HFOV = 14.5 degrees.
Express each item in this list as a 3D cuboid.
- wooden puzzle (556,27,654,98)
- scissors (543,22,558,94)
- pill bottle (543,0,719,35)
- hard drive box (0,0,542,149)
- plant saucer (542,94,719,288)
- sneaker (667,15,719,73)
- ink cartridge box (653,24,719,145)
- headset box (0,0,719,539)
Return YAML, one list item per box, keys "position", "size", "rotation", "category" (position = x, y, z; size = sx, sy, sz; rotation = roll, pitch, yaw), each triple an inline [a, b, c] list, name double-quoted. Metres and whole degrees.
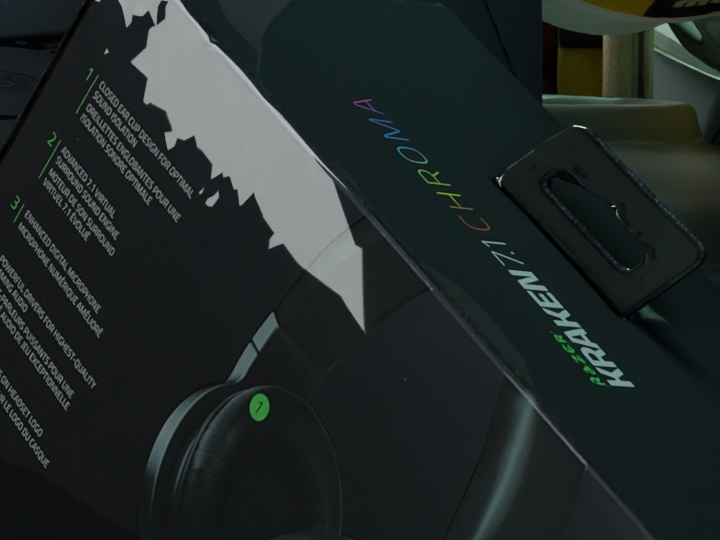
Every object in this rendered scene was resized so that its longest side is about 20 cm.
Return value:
- position: [0.081, -0.059, 0.918]
  size: [0.185, 0.037, 0.201]
  rotation: [-62, -33, -75]
  category: "wooden puzzle"
- position: [0.066, -0.028, 0.961]
  size: [0.200, 0.014, 0.073]
  rotation: [74, -164, -64]
  category: "scissors"
- position: [0.080, -0.126, 0.681]
  size: [0.113, 0.112, 0.200]
  rotation: [-58, 1, -15]
  category: "pill bottle"
- position: [-0.082, -0.063, 0.628]
  size: [0.199, 0.156, 0.077]
  rotation: [-9, 73, 34]
  category: "hard drive box"
- position: [0.034, -0.020, 0.734]
  size: [0.200, 0.199, 0.050]
  rotation: [-72, -16, -85]
  category: "plant saucer"
- position: [0.138, -0.085, 0.914]
  size: [0.075, 0.081, 0.200]
  rotation: [-59, 0, 6]
  category: "sneaker"
- position: [0.122, -0.099, 1.122]
  size: [0.146, 0.084, 0.200]
  rotation: [-58, -7, -23]
  category: "ink cartridge box"
- position: [-0.010, 0.062, 0.515]
  size: [0.093, 0.174, 0.200]
  rotation: [6, -57, -47]
  category: "headset box"
